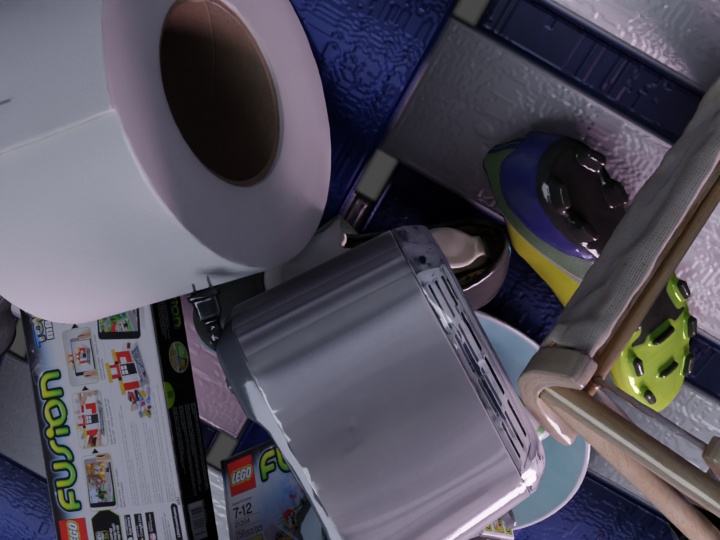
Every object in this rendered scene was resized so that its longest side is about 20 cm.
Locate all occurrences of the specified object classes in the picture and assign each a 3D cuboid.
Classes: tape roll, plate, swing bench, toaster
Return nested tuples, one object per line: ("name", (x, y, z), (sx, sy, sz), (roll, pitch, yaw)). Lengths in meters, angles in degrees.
("tape roll", (-0.127, -0.083, 0.947), (0.138, 0.203, 0.203), (-15, 119, 32))
("plate", (0.056, 0.093, 1.125), (0.199, 0.026, 0.201), (11, 128, 14))
("swing bench", (0.202, 0.030, 0.881), (0.200, 0.199, 0.130), (38, 166, -9))
("toaster", (0.010, 0.064, 0.905), (0.129, 0.114, 0.201), (-28, 100, 1))

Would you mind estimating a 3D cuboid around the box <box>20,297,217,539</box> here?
("box", (-0.162, 0.087, 1.127), (0.109, 0.035, 0.202), (-9, 89, 29))

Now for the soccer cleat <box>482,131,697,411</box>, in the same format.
("soccer cleat", (0.136, 0.000, 1.009), (0.083, 0.065, 0.201), (14, 142, 52))

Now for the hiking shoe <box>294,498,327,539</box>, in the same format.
("hiking shoe", (-0.003, 0.097, 1.021), (0.086, 0.074, 0.201), (-23, 74, 22))

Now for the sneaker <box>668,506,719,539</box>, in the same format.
("sneaker", (0.233, 0.197, 1.111), (0.084, 0.075, 0.201), (31, 134, 17))

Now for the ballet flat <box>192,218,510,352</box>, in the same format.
("ballet flat", (0.000, 0.000, 0.989), (0.068, 0.199, 0.068), (69, 153, 17))

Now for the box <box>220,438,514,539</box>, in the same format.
("box", (-0.001, 0.143, 1.071), (0.199, 0.111, 0.035), (-27, 152, 33))

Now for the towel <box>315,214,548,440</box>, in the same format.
("towel", (0.008, 0.070, 1.097), (0.200, 0.023, 0.152), (45, 128, -12))

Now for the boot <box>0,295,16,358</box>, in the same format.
("boot", (-0.221, -0.004, 1.072), (0.070, 0.199, 0.132), (45, 146, 23))
